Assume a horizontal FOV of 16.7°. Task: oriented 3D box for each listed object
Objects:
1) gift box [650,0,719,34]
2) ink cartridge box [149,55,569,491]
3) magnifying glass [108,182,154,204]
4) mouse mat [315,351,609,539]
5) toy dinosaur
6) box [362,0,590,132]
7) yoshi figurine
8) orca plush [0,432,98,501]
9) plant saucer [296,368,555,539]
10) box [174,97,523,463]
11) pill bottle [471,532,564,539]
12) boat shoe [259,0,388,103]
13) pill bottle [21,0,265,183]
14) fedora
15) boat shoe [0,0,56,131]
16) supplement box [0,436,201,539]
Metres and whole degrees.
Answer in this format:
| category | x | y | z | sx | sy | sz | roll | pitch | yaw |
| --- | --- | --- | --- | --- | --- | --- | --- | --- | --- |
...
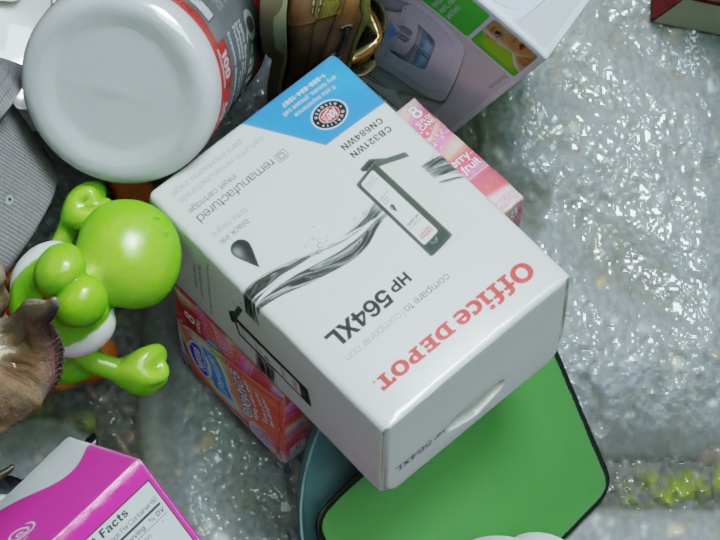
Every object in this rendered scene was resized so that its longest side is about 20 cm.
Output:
| category | x | y | z | sx | sy | sz | roll | pitch | yaw |
| --- | --- | --- | --- | --- | --- | --- | --- | --- | --- |
| gift box | 0.312 | -0.238 | 1.595 | 0.186 | 0.200 | 0.186 | 9 | 81 | -16 |
| ink cartridge box | 0.000 | 0.000 | 1.381 | 0.146 | 0.084 | 0.200 | -39 | 67 | -20 |
| magnifying glass | -0.169 | -0.118 | 1.511 | 0.079 | 0.022 | 0.201 | -22 | 86 | -20 |
| mouse mat | 0.066 | 0.141 | 1.486 | 0.200 | 0.008 | 0.161 | -41 | 127 | -22 |
| toy dinosaur | -0.211 | 0.067 | 1.296 | 0.136 | 0.199 | 0.086 | 56 | 24 | -17 |
| box | 0.038 | -0.191 | 1.495 | 0.176 | 0.200 | 0.097 | 38 | 71 | -7 |
| yoshi figurine | -0.149 | 0.010 | 1.392 | 0.112 | 0.200 | 0.113 | 22 | 78 | -8 |
| orca plush | -0.248 | 0.122 | 1.411 | 0.199 | 0.106 | 0.071 | -17 | 52 | -17 |
| plant saucer | 0.036 | 0.118 | 1.475 | 0.199 | 0.027 | 0.201 | -15 | 115 | -35 |
| box | -0.007 | 0.004 | 1.481 | 0.200 | 0.095 | 0.103 | -38 | 68 | -20 |
| pill bottle | 0.064 | 0.225 | 1.414 | 0.113 | 0.112 | 0.200 | 58 | 37 | 1 |
| boat shoe | -0.019 | -0.134 | 1.462 | 0.067 | 0.200 | 0.072 | 7 | 80 | 4 |
| pill bottle | -0.115 | -0.136 | 1.431 | 0.115 | 0.200 | 0.117 | 4 | 114 | 10 |
| fedora | -0.247 | -0.028 | 1.397 | 0.090 | 0.177 | 0.200 | 49 | 62 | -18 |
| boat shoe | -0.195 | -0.186 | 1.472 | 0.070 | 0.069 | 0.201 | 7 | 76 | -17 |
| supplement box | -0.123 | 0.204 | 1.383 | 0.103 | 0.101 | 0.201 | -42 | 112 | -21 |
